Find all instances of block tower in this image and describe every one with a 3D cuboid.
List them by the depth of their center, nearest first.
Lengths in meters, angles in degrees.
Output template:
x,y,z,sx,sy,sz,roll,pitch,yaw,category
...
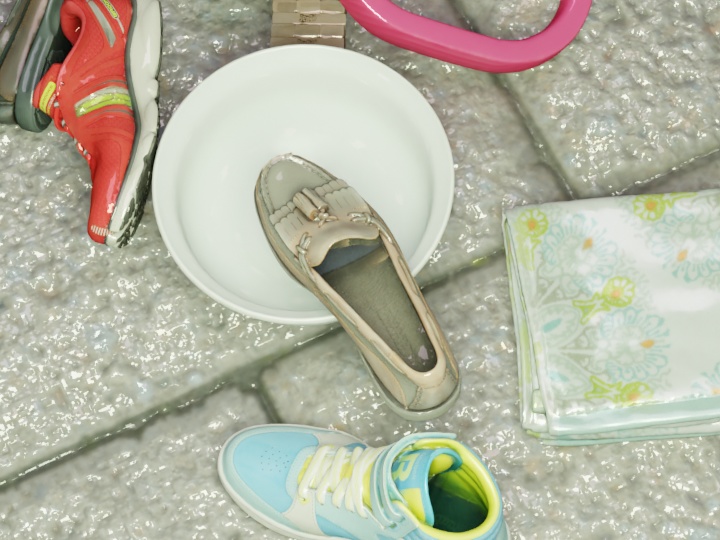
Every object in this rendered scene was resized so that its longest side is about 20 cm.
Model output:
x,y,z,sx,sy,sz,roll,pitch,yaw,category
-0.035,-0.196,1.565,0.057,0.054,0.201,1,65,-1,block tower

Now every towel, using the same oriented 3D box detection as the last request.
x,y,z,sx,sy,sz,roll,pitch,yaw,category
0.197,0.028,1.466,0.199,0.048,0.172,-4,66,-3,towel

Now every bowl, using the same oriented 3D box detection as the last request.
x,y,z,sx,sy,sz,roll,pitch,yaw,category
-0.038,-0.043,1.470,0.200,0.090,0.202,0,67,-1,bowl

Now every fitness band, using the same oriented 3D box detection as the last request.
x,y,z,sx,sy,sz,roll,pitch,yaw,category
0.071,-0.218,1.548,0.199,0.037,0.144,14,73,-17,fitness band

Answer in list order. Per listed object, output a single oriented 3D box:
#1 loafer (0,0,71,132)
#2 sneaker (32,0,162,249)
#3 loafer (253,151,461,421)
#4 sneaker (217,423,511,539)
x,y,z,sx,sy,sz,roll,pitch,yaw,category
-0.227,-0.195,1.555,0.063,0.072,0.201,10,67,11,loafer
-0.179,-0.101,1.477,0.084,0.077,0.201,4,57,-9,sneaker
0.000,0.000,1.369,0.072,0.063,0.200,-31,71,-11,loafer
0.003,0.128,1.370,0.199,0.131,0.080,17,67,8,sneaker
